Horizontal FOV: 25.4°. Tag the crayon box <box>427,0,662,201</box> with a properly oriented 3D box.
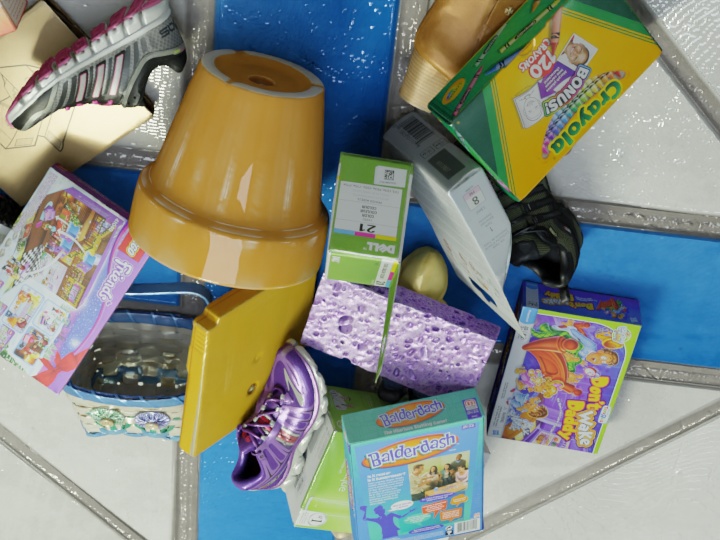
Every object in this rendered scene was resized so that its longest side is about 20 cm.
[{"bbox_3d":[0.173,-0.180,1.497,0.200,0.058,0.119,-46,123,1],"label":"crayon box"}]

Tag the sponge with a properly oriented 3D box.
[{"bbox_3d":[0.042,0.069,1.710,0.198,0.030,0.112,22,131,1],"label":"sponge"}]

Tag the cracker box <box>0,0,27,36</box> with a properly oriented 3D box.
[{"bbox_3d":[-0.425,-0.301,1.513,0.132,0.058,0.201,-16,127,16],"label":"cracker box"}]

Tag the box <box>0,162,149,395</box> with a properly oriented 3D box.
[{"bbox_3d":[-0.317,0.009,1.669,0.136,0.039,0.201,34,99,-6],"label":"box"}]

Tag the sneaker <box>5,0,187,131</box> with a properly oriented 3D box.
[{"bbox_3d":[-0.251,-0.183,1.554,0.199,0.074,0.088,-34,111,3],"label":"sneaker"}]

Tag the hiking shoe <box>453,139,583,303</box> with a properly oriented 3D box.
[{"bbox_3d":[0.165,-0.058,1.629,0.075,0.101,0.200,-32,120,26],"label":"hiking shoe"}]

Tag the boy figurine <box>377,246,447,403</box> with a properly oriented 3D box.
[{"bbox_3d":[0.055,0.061,1.760,0.123,0.065,0.202,12,128,13],"label":"boy figurine"}]

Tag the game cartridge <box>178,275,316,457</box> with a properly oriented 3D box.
[{"bbox_3d":[-0.123,0.087,1.741,0.032,0.176,0.202,33,134,26],"label":"game cartridge"}]

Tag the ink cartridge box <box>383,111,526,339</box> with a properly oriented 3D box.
[{"bbox_3d":[0.109,-0.047,1.605,0.057,0.163,0.201,-38,124,-4],"label":"ink cartridge box"}]

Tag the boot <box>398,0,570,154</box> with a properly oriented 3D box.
[{"bbox_3d":[0.147,-0.199,1.541,0.199,0.071,0.145,18,121,-18],"label":"boot"}]

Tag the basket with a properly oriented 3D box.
[{"bbox_3d":[-0.244,0.092,1.762,0.174,0.140,0.202,2,127,4],"label":"basket"}]

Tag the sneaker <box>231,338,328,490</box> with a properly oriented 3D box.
[{"bbox_3d":[-0.095,0.170,1.769,0.083,0.081,0.202,-11,129,-40],"label":"sneaker"}]

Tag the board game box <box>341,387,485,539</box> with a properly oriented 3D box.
[{"bbox_3d":[0.060,0.224,1.755,0.150,0.045,0.201,-10,135,-7],"label":"board game box"}]

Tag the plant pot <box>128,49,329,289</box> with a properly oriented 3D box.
[{"bbox_3d":[-0.116,-0.109,1.570,0.198,0.201,0.185,12,113,-5],"label":"plant pot"}]

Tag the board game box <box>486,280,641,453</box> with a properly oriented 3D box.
[{"bbox_3d":[0.226,0.111,1.798,0.133,0.045,0.202,9,129,-2],"label":"board game box"}]

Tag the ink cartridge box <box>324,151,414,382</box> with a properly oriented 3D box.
[{"bbox_3d":[0.000,0.000,1.591,0.075,0.203,0.148,9,170,-1],"label":"ink cartridge box"}]

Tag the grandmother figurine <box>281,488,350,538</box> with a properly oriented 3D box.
[{"bbox_3d":[-0.041,0.232,1.915,0.120,0.061,0.202,-26,124,-10],"label":"grandmother figurine"}]

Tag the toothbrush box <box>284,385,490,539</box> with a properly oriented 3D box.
[{"bbox_3d":[0.028,0.226,1.844,0.198,0.086,0.147,10,122,-24],"label":"toothbrush box"}]

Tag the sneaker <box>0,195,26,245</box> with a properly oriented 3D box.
[{"bbox_3d":[-0.428,-0.051,1.707,0.198,0.071,0.094,28,120,-20],"label":"sneaker"}]

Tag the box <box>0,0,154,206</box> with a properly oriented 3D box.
[{"bbox_3d":[-0.335,-0.170,1.635,0.199,0.021,0.164,-30,121,26],"label":"box"}]
